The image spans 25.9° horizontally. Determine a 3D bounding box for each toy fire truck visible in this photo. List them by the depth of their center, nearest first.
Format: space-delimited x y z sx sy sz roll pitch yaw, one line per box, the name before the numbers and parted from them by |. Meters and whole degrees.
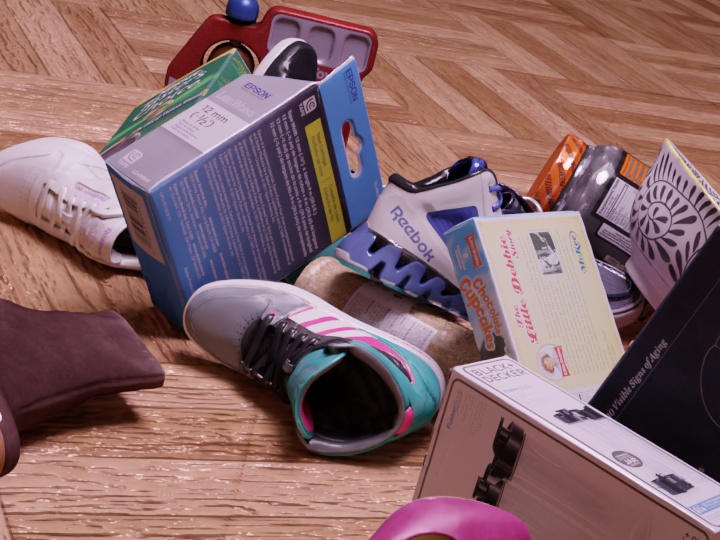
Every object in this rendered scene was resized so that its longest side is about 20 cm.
toy fire truck | -0.094 -0.188 1.574 0.198 0.169 0.112 14 20 -3

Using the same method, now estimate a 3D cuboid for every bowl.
bowl | 0.278 -0.002 1.277 0.201 0.094 0.201 46 14 -15

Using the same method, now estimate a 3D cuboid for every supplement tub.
supplement tub | 0.246 -0.030 1.416 0.199 0.123 0.123 33 22 0

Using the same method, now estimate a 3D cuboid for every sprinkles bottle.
sprinkles bottle | 0.038 0.057 1.184 0.199 0.069 0.068 26 23 28

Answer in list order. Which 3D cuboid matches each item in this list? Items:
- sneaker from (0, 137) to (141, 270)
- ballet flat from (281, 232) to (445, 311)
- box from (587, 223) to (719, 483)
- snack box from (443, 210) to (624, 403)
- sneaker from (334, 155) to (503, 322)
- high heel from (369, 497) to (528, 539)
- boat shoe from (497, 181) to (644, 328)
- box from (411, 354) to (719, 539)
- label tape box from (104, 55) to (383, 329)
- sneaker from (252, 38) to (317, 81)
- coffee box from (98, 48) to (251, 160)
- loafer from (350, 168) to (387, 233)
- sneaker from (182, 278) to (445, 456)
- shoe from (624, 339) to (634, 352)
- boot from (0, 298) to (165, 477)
sneaker | -0.219 -0.052 1.272 0.198 0.075 0.100 17 19 4
ballet flat | 0.000 0.000 1.325 0.199 0.068 0.072 3 3 -29
box | 0.264 0.099 0.985 0.196 0.201 0.124 43 28 20
snack box | 0.137 0.058 1.116 0.116 0.202 0.037 -4 -17 -42
sneaker | 0.092 -0.020 1.186 0.198 0.116 0.081 24 3 -12
high heel | 0.019 0.173 0.839 0.198 0.068 0.096 -2 14 -26
boat shoe | 0.139 -0.014 1.264 0.198 0.093 0.075 8 37 -3
box | 0.130 0.148 0.950 0.199 0.118 0.060 29 25 35
label tape box | -0.082 -0.065 1.194 0.200 0.144 0.066 -37 45 -25
sneaker | -0.055 -0.109 1.374 0.111 0.201 0.073 11 -20 36
coffee box | -0.172 -0.132 1.433 0.122 0.044 0.200 -26 18 20
loafer | -0.031 -0.068 1.428 0.199 0.070 0.075 16 17 36
sneaker | -0.042 0.069 1.088 0.199 0.084 0.121 19 11 7
shoe | 0.209 0.082 1.207 0.198 0.092 0.072 11 21 -10
boot | -0.197 0.066 0.987 0.165 0.073 0.200 0 22 -31
